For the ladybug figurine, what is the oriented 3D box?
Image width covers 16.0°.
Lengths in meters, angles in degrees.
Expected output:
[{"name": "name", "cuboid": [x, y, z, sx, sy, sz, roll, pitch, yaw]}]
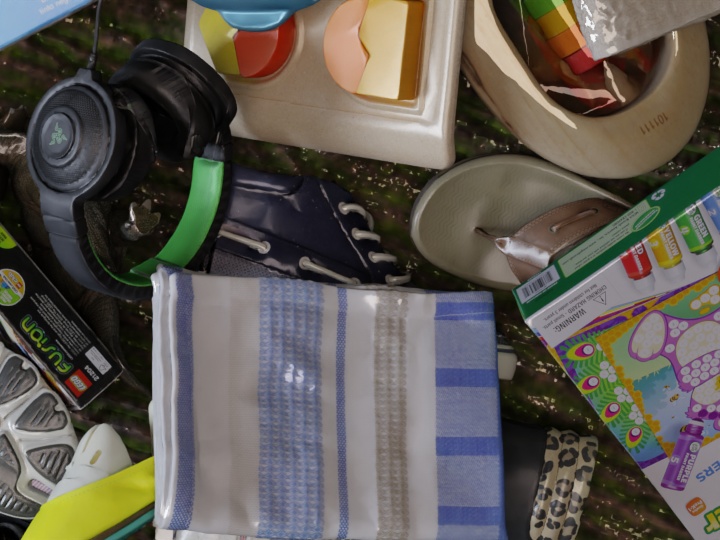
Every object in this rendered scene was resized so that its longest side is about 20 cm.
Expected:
[{"name": "ladybug figurine", "cuboid": [0.110, -0.143, 1.411, 0.136, 0.072, 0.200, -31, 97, -6]}]

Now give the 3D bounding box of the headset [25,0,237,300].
[{"name": "headset", "cuboid": [-0.112, -0.079, 1.358, 0.094, 0.123, 0.200, 12, 121, 38]}]

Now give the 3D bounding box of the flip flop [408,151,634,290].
[{"name": "flip flop", "cuboid": [0.126, -0.007, 1.448, 0.200, 0.058, 0.081, 23, 101, -1]}]

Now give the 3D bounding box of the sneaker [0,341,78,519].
[{"name": "sneaker", "cuboid": [-0.223, 0.061, 1.448, 0.200, 0.083, 0.081, 41, 95, 23]}]

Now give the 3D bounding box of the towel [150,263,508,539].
[{"name": "towel", "cuboid": [-0.016, 0.072, 1.379, 0.199, 0.024, 0.147, 5, 71, -17]}]

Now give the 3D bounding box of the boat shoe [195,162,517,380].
[{"name": "boat shoe", "cuboid": [0.000, 0.000, 1.453, 0.200, 0.075, 0.093, 14, 87, -9]}]

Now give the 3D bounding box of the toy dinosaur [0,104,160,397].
[{"name": "toy dinosaur", "cuboid": [-0.160, -0.025, 1.453, 0.077, 0.102, 0.200, -41, 107, -28]}]

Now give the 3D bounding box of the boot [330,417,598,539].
[{"name": "boot", "cuboid": [0.040, 0.162, 1.479, 0.153, 0.074, 0.204, 14, 107, -6]}]

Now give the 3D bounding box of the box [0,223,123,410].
[{"name": "box", "cuboid": [-0.219, -0.006, 1.438, 0.035, 0.110, 0.200, -42, 98, -17]}]

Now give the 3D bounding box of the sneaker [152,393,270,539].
[{"name": "sneaker", "cuboid": [-0.068, 0.136, 1.467, 0.080, 0.076, 0.201, 1, 103, 26]}]

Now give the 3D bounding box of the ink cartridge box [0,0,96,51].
[{"name": "ink cartridge box", "cuboid": [-0.211, -0.225, 1.399, 0.067, 0.116, 0.200, -27, 98, 7]}]

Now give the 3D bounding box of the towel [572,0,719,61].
[{"name": "towel", "cuboid": [0.183, -0.205, 1.379, 0.200, 0.034, 0.133, -23, 91, -21]}]

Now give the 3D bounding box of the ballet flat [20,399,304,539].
[{"name": "ballet flat", "cuboid": [-0.112, 0.105, 1.384, 0.200, 0.067, 0.067, -24, 85, -21]}]

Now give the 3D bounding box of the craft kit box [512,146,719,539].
[{"name": "craft kit box", "cuboid": [0.220, 0.033, 1.431, 0.200, 0.049, 0.198, -36, 117, 9]}]

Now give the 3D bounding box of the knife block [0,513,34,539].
[{"name": "knife block", "cuboid": [-0.262, 0.153, 1.441, 0.199, 0.176, 0.064, 6, 100, 3]}]

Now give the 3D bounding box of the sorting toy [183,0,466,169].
[{"name": "sorting toy", "cuboid": [-0.023, -0.163, 1.397, 0.185, 0.036, 0.201, 11, 105, 34]}]

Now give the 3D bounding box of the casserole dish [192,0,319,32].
[{"name": "casserole dish", "cuboid": [-0.064, -0.230, 1.380, 0.121, 0.039, 0.201, 4, 94, 36]}]
